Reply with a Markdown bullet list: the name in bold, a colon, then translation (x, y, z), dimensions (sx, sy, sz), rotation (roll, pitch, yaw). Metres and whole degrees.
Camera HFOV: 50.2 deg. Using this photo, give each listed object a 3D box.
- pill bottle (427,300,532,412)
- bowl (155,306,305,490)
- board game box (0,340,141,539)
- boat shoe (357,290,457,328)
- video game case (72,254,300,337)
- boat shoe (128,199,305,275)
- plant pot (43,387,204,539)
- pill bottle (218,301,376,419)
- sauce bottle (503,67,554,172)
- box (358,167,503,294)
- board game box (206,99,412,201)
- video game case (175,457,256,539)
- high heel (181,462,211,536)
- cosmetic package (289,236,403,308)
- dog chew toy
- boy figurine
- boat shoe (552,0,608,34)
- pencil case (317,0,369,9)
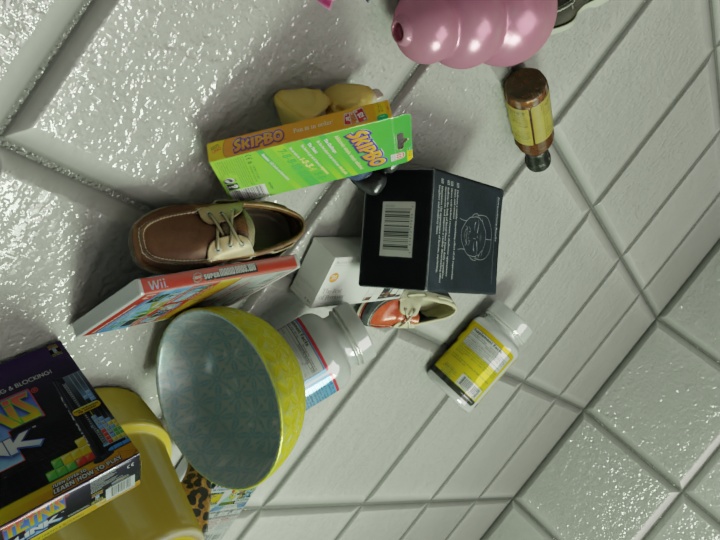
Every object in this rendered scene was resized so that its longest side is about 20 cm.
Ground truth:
- **pill bottle**: translation (0.232, 0.163, 1.481), dimensions (0.200, 0.114, 0.114), rotation (-48, 150, -3)
- **bowl**: translation (-0.126, 0.130, 0.862), dimensions (0.107, 0.200, 0.202), rotation (-15, 136, -51)
- **board game box**: translation (-0.326, 0.169, 0.692), dimensions (0.199, 0.165, 0.057), rotation (-25, 145, -36)
- **boat shoe**: translation (0.075, 0.060, 1.210), dimensions (0.199, 0.063, 0.072), rotation (-8, 133, -47)
- **video game case**: translation (-0.177, 0.025, 0.801), dimensions (0.142, 0.018, 0.199), rotation (-26, 170, 42)
- **boat shoe**: translation (-0.138, -0.041, 0.776), dimensions (0.071, 0.077, 0.199), rotation (-19, 176, 43)
- **plant pot**: translation (-0.276, 0.266, 0.846), dimensions (0.200, 0.189, 0.202), rotation (-32, 146, -25)
- **pill bottle**: translation (-0.084, 0.125, 0.989), dimensions (0.199, 0.109, 0.109), rotation (-29, 146, -10)
- **sauce bottle**: translation (0.253, -0.215, 1.141), dimensions (0.066, 0.066, 0.200), rotation (-45, 151, -8)
- **box**: translation (0.098, -0.047, 1.020), dimensions (0.199, 0.106, 0.151), rotation (5, 89, -54)
- **board game box**: translation (-0.046, -0.118, 0.773), dimensions (0.197, 0.030, 0.096), rotation (-11, 159, 1)
- **video game case**: translation (-0.236, 0.348, 1.156), dimensions (0.183, 0.022, 0.199), rotation (-56, 149, 10)
- **high heel**: translation (-0.177, 0.251, 1.003), dimensions (0.199, 0.142, 0.072), rotation (-29, 145, -31)
- **cosmetic package**: translation (0.000, 0.000, 1.054), dimensions (0.199, 0.051, 0.083), rotation (-4, 127, -51)
- **dog chew toy**: translation (0.120, -0.279, 0.844), dimensions (0.198, 0.125, 0.125), rotation (-20, 140, -28)
- **boy figurine**: translation (-0.022, -0.153, 0.844), dimensions (0.125, 0.064, 0.200), rotation (-50, 152, 7)
- **boat shoe**: translation (0.264, -0.361, 0.991), dimensions (0.201, 0.071, 0.061), rotation (-38, 145, -33)
- **pencil case**: translation (-0.071, -0.277, 0.623), dimensions (0.199, 0.091, 0.094), rotation (-2, 140, -49)
